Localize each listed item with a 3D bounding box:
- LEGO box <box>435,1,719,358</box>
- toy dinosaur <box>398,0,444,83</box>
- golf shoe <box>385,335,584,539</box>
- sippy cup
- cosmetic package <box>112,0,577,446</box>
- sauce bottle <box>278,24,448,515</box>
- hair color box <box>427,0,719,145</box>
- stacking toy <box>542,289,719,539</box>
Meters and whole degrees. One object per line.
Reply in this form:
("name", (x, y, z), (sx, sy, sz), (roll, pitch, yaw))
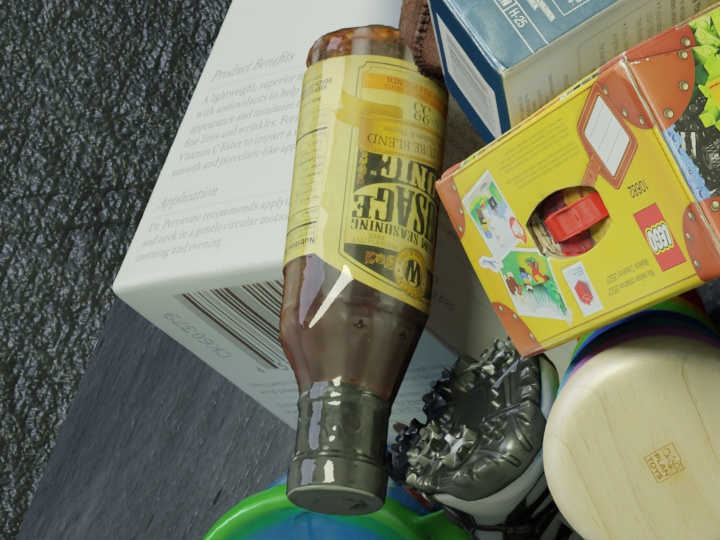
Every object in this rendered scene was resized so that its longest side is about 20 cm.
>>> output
("LEGO box", (0.131, -0.047, 1.030), (0.148, 0.077, 0.200), (-27, -1, -18))
("toy dinosaur", (0.046, -0.125, 1.198), (0.136, 0.086, 0.201), (-47, -27, -40))
("golf shoe", (0.068, 0.080, 1.213), (0.078, 0.094, 0.200), (-50, 2, -3))
("sippy cup", (-0.006, 0.143, 1.379), (0.130, 0.177, 0.141), (-59, -30, -70))
("cosmetic package", (0.020, -0.040, 1.408), (0.164, 0.165, 0.201), (-7, 53, 47))
("sauce bottle", (0.000, 0.000, 1.233), (0.066, 0.066, 0.201), (137, 140, -65))
("hair color box", (0.124, -0.124, 1.137), (0.199, 0.061, 0.100), (-32, -23, -7))
("stacking toy", (0.113, 0.044, 1.150), (0.086, 0.085, 0.200), (-62, 3, 13))
